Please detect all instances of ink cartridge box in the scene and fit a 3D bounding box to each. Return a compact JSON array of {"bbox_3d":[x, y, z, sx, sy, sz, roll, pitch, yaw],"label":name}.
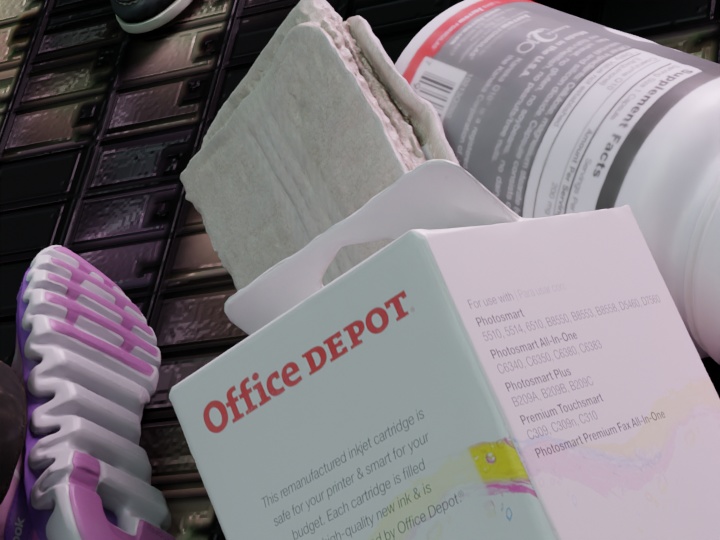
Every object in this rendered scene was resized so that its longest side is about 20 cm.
[{"bbox_3d":[0.043,0.074,0.652,0.128,0.125,0.201,-32,75,37],"label":"ink cartridge box"}]

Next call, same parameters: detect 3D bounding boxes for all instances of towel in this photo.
[{"bbox_3d":[0.000,0.000,0.801,0.133,0.034,0.200,-48,61,45],"label":"towel"}]

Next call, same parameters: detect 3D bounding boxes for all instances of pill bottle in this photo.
[{"bbox_3d":[0.109,-0.033,0.781,0.200,0.114,0.114,27,74,43],"label":"pill bottle"}]

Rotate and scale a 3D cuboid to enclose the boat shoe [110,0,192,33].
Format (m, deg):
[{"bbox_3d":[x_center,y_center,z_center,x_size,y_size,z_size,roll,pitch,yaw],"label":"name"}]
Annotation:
[{"bbox_3d":[-0.104,-0.227,1.108,0.074,0.066,0.200,4,60,36],"label":"boat shoe"}]

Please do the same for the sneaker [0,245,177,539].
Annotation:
[{"bbox_3d":[-0.142,0.076,0.896,0.088,0.080,0.201,-37,40,25],"label":"sneaker"}]

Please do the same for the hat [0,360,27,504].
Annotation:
[{"bbox_3d":[-0.195,0.064,0.849,0.200,0.081,0.201,-16,67,43],"label":"hat"}]
